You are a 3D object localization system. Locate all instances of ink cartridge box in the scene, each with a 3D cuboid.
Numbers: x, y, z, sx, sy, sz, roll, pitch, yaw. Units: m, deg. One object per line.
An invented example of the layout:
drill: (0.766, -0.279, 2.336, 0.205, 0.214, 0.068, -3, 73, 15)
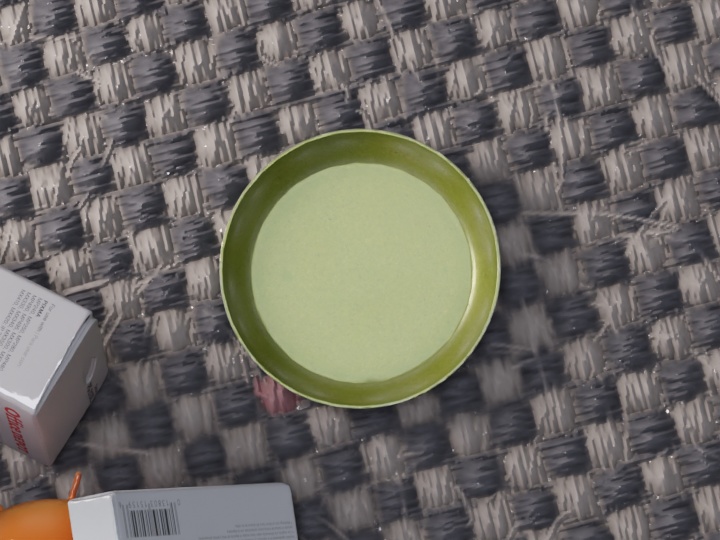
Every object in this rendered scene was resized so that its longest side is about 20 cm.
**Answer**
ink cartridge box: (-0.283, 0.041, 1.627, 0.200, 0.145, 0.084, 26, 72, 6)
ink cartridge box: (-0.105, 0.232, 1.573, 0.043, 0.200, 0.174, -14, 79, 32)

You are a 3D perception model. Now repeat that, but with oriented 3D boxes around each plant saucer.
plant saucer: (0.000, 0.000, 1.683, 0.199, 0.031, 0.201, 0, 82, 2)

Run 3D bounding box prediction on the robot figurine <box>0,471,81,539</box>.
robot figurine: (-0.207, 0.242, 1.607, 0.116, 0.144, 0.200, -5, 71, -16)
